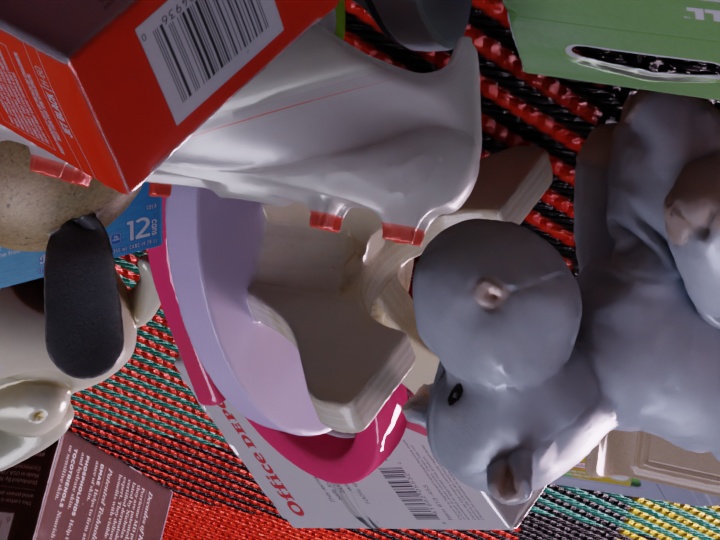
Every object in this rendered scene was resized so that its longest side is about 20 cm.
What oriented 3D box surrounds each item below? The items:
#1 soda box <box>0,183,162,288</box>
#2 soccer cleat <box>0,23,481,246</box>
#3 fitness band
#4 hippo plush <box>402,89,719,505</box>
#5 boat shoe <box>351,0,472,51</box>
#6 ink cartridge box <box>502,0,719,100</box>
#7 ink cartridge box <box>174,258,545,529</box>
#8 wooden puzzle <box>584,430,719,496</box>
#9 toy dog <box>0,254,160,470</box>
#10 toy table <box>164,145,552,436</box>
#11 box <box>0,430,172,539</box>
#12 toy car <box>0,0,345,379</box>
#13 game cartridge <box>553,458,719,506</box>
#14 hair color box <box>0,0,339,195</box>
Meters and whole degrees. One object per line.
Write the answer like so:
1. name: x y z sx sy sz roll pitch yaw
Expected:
1. soda box: -0.189 -0.030 0.891 0.200 0.064 0.068 -16 132 -24
2. soccer cleat: -0.056 -0.061 0.705 0.199 0.078 0.069 10 180 2
3. fitness band: -0.044 0.030 1.120 0.143 0.037 0.200 6 125 39
4. hippo plush: 0.093 0.028 0.888 0.160 0.201 0.159 -17 -156 -12
5. boat shoe: -0.026 -0.141 0.690 0.086 0.075 0.202 4 157 25
6. ink cartridge box: 0.096 -0.127 0.671 0.104 0.059 0.200 8 161 15
7. ink cartridge box: 0.006 0.077 1.217 0.200 0.084 0.145 -8 123 49
8. wooden puzzle: 0.225 0.057 1.083 0.199 0.037 0.185 8 133 9
9. toy dog: -0.233 0.021 1.222 0.193 0.140 0.200 -11 153 25
10. toy table: 0.000 0.000 0.956 0.117 0.184 0.200 10 147 35
11. box: -0.307 0.245 1.884 0.165 0.165 0.200 2 159 28
12. toy car: -0.117 -0.055 0.803 0.164 0.201 0.158 7 161 20
13. game cartridge: 0.119 0.079 1.226 0.200 0.041 0.134 4 135 42
14. hair color box: -0.115 -0.111 0.669 0.200 0.102 0.061 30 154 35
